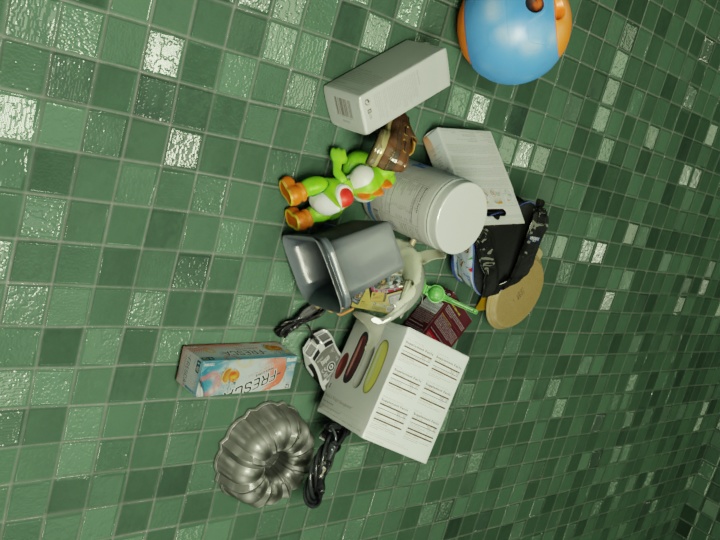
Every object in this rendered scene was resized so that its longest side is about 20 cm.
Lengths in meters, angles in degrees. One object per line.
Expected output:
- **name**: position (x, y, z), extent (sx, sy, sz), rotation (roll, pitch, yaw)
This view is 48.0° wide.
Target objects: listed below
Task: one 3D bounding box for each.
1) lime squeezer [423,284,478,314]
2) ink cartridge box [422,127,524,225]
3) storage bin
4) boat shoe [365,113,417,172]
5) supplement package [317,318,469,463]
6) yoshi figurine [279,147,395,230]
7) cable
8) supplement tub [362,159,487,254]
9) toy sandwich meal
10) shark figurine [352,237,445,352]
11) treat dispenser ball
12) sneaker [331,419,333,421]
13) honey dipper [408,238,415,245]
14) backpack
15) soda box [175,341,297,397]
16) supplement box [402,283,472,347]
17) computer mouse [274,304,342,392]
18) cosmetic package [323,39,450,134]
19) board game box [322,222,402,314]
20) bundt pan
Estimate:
- **lime squeezer**: position (0.147, 0.039, 1.597), extent (0.199, 0.070, 0.038), rotation (29, 65, -35)
- **ink cartridge box**: position (0.215, -0.170, 1.526), extent (0.161, 0.050, 0.202), rotation (-5, 73, -41)
- **storage bin**: position (-0.022, -0.013, 1.318), extent (0.134, 0.200, 0.147), rotation (-23, 102, -18)
- **boat shoe**: position (0.060, -0.214, 1.362), extent (0.072, 0.067, 0.200), rotation (-61, -176, 30)
- **supplement package**: position (0.055, 0.205, 1.448), extent (0.146, 0.191, 0.201), rotation (27, 82, -27)
- **yoshi figurine**: position (-0.040, -0.146, 1.369), extent (0.199, 0.112, 0.113), rotation (-21, 83, -19)
- **cable**: position (-0.063, 0.367, 1.532), extent (0.200, 0.050, 0.165), rotation (81, 25, -79)
- **supplement tub**: position (0.109, -0.119, 1.422), extent (0.131, 0.199, 0.133), rotation (-20, 122, -36)
- **toy sandwich meal**: position (0.332, 0.032, 1.801), extent (0.204, 0.070, 0.207), rotation (-23, 128, -33)
- **shark figurine**: position (0.079, 0.041, 1.364), extent (0.090, 0.127, 0.216), rotation (66, 35, -45)
- **treat dispenser ball**: position (0.270, -0.431, 1.425), extent (0.200, 0.200, 0.203), rotation (-20, 122, -35)
- **sneaker**: position (-0.005, 0.203, 1.573), extent (0.077, 0.076, 0.201), rotation (39, 81, -22)
- **honey dipper**: position (0.092, -0.038, 1.566), extent (0.038, 0.038, 0.201), rotation (24, 95, -46)
- **backpack**: position (0.259, -0.051, 1.630), extent (0.199, 0.154, 0.192), rotation (-15, 118, -25)
- **soda box**: position (-0.204, 0.164, 1.356), extent (0.199, 0.068, 0.064), rotation (2, 108, -44)
- **supplement box**: position (0.134, 0.140, 1.667), extent (0.200, 0.061, 0.109), rotation (-49, 134, -13)
- **computer mouse**: position (-0.081, 0.149, 1.487), extent (0.110, 0.044, 0.201), rotation (-42, 127, -28)
- **cosmetic package**: position (0.046, -0.309, 1.349), extent (0.199, 0.101, 0.074), rotation (-33, 129, -26)
- **board game box**: position (0.000, 0.000, 1.480), extent (0.199, 0.035, 0.137), rotation (13, 100, -38)
- **bundt pan**: position (-0.164, 0.346, 1.477), extent (0.201, 0.076, 0.204), rotation (-19, 122, -35)
